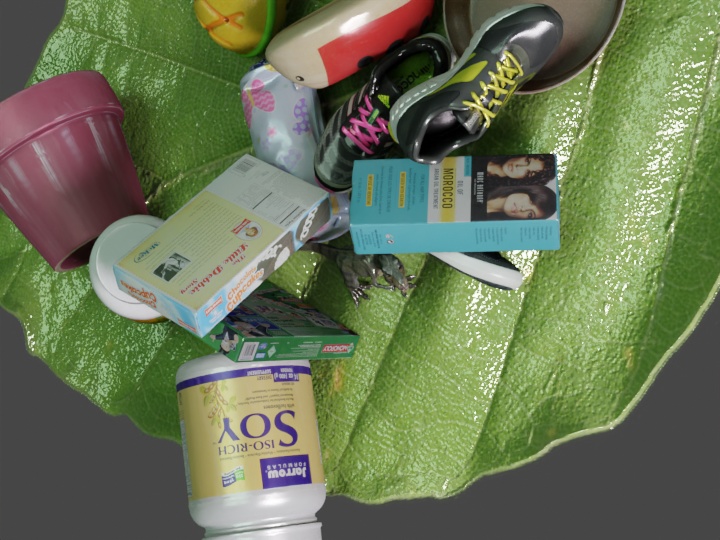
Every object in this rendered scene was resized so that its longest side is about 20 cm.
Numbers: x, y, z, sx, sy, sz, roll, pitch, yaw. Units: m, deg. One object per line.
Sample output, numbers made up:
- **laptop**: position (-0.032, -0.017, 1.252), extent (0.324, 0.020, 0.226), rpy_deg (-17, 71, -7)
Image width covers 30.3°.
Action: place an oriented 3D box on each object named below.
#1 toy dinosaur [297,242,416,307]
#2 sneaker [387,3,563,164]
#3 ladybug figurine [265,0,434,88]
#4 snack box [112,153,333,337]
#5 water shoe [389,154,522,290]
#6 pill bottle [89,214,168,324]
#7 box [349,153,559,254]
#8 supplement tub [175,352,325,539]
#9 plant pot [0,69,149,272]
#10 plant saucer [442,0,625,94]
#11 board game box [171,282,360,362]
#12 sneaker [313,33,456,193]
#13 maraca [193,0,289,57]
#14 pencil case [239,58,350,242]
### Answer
- **toy dinosaur**: position (0.000, 0.000, 1.369), extent (0.199, 0.088, 0.048), rpy_deg (9, 66, 48)
- **sneaker**: position (0.117, -0.168, 1.262), extent (0.200, 0.074, 0.085), rpy_deg (-40, 32, 18)
- **ladybug figurine**: position (-0.001, -0.250, 1.375), extent (0.199, 0.136, 0.072), rpy_deg (-30, 102, -1)
- **snack box**: position (-0.133, -0.029, 1.316), extent (0.116, 0.200, 0.037), rpy_deg (27, 144, 30)
- **water shoe**: position (0.087, -0.052, 1.332), extent (0.199, 0.071, 0.079), rpy_deg (31, 94, 28)
- **pill bottle**: position (-0.234, -0.001, 1.442), extent (0.110, 0.200, 0.112), rpy_deg (0, 86, -4)
- **box**: position (0.091, -0.064, 1.282), extent (0.198, 0.049, 0.083), rpy_deg (-2, 56, 8)
- **supplement tub**: position (-0.113, 0.189, 1.390), extent (0.145, 0.145, 0.202), rpy_deg (-15, 77, 30)
- **plant pot**: position (-0.342, -0.107, 1.552), extent (0.199, 0.200, 0.180), rpy_deg (-33, 84, 25)
- **plant saucer**: position (0.176, -0.271, 1.320), extent (0.199, 0.034, 0.202), rpy_deg (-4, 83, 31)
- **board game box**: position (-0.108, 0.050, 1.368), extent (0.134, 0.199, 0.029), rpy_deg (29, 104, 32)
- **sneaker**: position (0.021, -0.163, 1.346), extent (0.074, 0.087, 0.200), rpy_deg (43, 92, 2)
- **maraca**: position (-0.133, -0.333, 1.460), extent (0.137, 0.107, 0.201), rpy_deg (32, 131, 41)
- **pencil case**: position (-0.066, -0.128, 1.430), extent (0.090, 0.083, 0.201), rpy_deg (-20, 74, 21)
